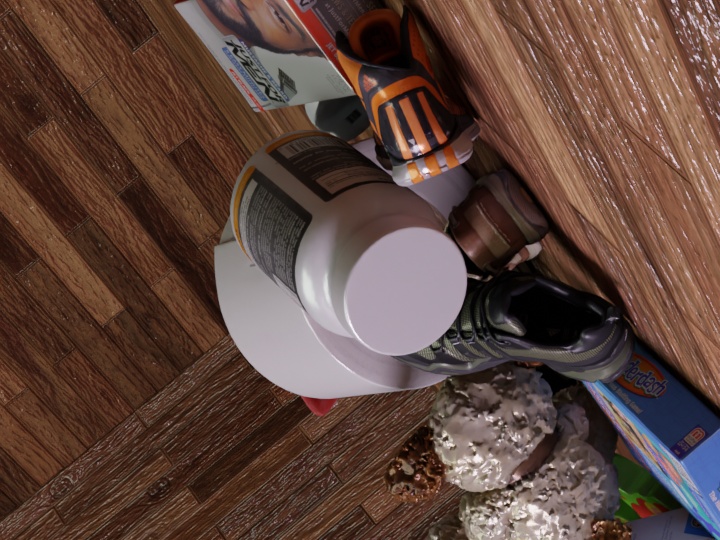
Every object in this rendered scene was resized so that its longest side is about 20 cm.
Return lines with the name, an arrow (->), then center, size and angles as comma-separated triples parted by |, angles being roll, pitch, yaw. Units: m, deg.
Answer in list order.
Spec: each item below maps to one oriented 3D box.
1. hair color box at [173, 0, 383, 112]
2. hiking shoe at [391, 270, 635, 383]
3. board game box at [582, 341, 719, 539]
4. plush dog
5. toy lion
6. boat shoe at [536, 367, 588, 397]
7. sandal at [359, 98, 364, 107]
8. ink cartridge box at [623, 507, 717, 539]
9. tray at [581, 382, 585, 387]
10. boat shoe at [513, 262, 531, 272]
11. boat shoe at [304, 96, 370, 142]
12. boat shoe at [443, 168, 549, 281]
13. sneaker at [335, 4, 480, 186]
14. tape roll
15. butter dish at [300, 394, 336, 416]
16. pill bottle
hair color box -> -0.055, -0.184, 1.639 | 0.111, 0.064, 0.200 | 52, 160, -15
hiking shoe -> 0.096, 0.028, 1.567 | 0.101, 0.198, 0.076 | 66, -150, -62
board game box -> 0.234, 0.127, 1.615 | 0.152, 0.045, 0.200 | 53, 176, -34
plush dog -> 0.118, 0.146, 1.675 | 0.172, 0.200, 0.160 | 47, 168, -21
toy lion -> 0.264, 0.214, 1.813 | 0.199, 0.069, 0.192 | 35, 165, 20
boat shoe -> 0.164, 0.104, 1.876 | 0.200, 0.071, 0.073 | -100, 3, -75
sandal -> 0.035, -0.090, 1.898 | 0.082, 0.054, 0.200 | 50, 176, 23
ink cartridge box -> 0.206, 0.254, 1.688 | 0.068, 0.199, 0.116 | 60, -151, -21
tray -> 0.207, 0.095, 1.834 | 0.200, 0.022, 0.107 | 50, 177, 19
boat shoe -> 0.110, 0.011, 1.916 | 0.075, 0.062, 0.200 | 49, 178, 4
boat shoe -> -0.025, -0.164, 1.885 | 0.066, 0.070, 0.200 | 49, -176, 10
boat shoe -> 0.092, -0.027, 1.656 | 0.076, 0.072, 0.200 | 51, 176, 8
sneaker -> 0.031, -0.129, 1.513 | 0.200, 0.077, 0.113 | -120, 7, -81
tape roll -> 0.000, 0.000, 1.779 | 0.203, 0.203, 0.139 | 52, 152, -15
butter dish -> 0.016, 0.019, 1.968 | 0.147, 0.201, 0.200 | 12, 153, 31
pill bottle -> -0.009, -0.020, 1.559 | 0.117, 0.116, 0.200 | 53, 173, -32
